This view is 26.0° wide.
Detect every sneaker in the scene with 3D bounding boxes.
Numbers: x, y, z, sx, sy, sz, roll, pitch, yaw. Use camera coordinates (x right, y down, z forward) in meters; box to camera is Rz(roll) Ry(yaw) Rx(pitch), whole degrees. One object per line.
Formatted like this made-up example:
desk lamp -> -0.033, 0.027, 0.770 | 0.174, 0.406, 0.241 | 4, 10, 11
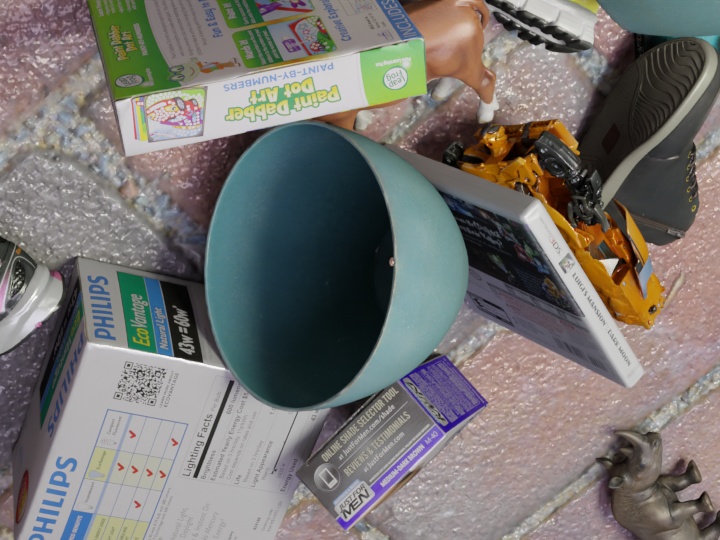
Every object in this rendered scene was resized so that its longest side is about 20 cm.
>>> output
sneaker -> -0.318, 0.047, 1.164 | 0.200, 0.080, 0.086 | -44, 110, 2
sneaker -> 0.242, -0.099, 1.221 | 0.105, 0.075, 0.200 | 9, 139, -27
sneaker -> 0.092, -0.236, 1.116 | 0.199, 0.078, 0.091 | 26, 83, -21

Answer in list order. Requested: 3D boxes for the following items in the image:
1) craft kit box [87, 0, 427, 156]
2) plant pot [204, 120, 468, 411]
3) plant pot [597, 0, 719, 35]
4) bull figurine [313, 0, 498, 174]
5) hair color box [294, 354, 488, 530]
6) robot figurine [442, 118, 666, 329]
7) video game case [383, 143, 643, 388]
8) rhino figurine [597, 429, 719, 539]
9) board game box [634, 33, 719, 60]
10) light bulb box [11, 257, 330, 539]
craft kit box -> -0.076, -0.156, 1.030 | 0.196, 0.200, 0.049 | -10, 123, -9
plant pot -> 0.000, 0.000, 1.125 | 0.134, 0.200, 0.201 | 4, 121, -45
plant pot -> 0.213, -0.236, 1.042 | 0.134, 0.201, 0.200 | -32, 125, 26
bull figurine -> 0.004, -0.140, 1.129 | 0.198, 0.066, 0.122 | -15, 142, 13
hair color box -> 0.030, 0.131, 1.232 | 0.109, 0.200, 0.065 | -45, 80, 12
robot figurine -> 0.147, -0.038, 1.189 | 0.058, 0.144, 0.201 | -53, 123, -31
video game case -> 0.109, -0.007, 1.174 | 0.023, 0.200, 0.182 | -44, 123, -12
rhino figurine -> 0.277, 0.217, 1.429 | 0.087, 0.060, 0.201 | -28, 120, 14
board game box -> 0.267, -0.256, 1.172 | 0.134, 0.028, 0.201 | -15, 122, -6
light bulb box -> -0.150, 0.120, 1.213 | 0.198, 0.125, 0.200 | 13, 115, -22
